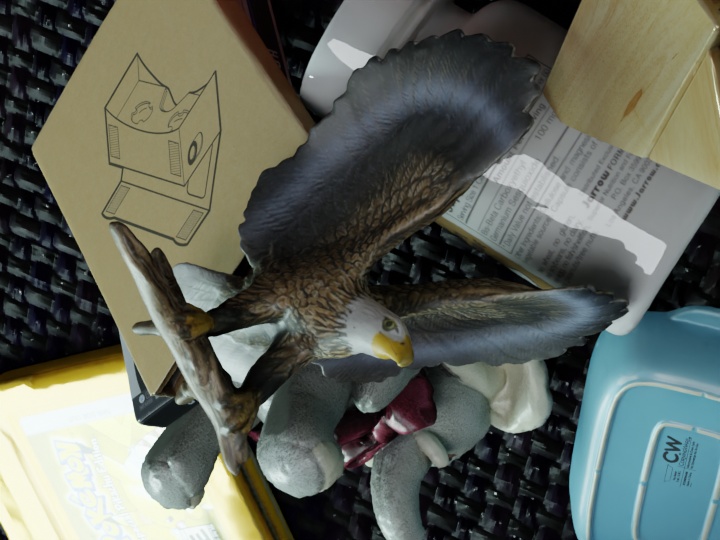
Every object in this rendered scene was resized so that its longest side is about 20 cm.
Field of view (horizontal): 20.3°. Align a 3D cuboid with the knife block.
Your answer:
[{"bbox_3d":[0.138,-0.129,0.827,0.200,0.064,0.176,33,141,59],"label":"knife block"}]

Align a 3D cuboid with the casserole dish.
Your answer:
[{"bbox_3d":[0.170,0.103,1.053,0.121,0.039,0.201,14,133,9],"label":"casserole dish"}]

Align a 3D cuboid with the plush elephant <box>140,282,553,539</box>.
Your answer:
[{"bbox_3d":[0.004,0.074,1.084,0.155,0.201,0.164,39,145,-24],"label":"plush elephant"}]

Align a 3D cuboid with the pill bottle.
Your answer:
[{"bbox_3d":[0.076,-0.066,0.988,0.200,0.114,0.115,33,126,7],"label":"pill bottle"}]

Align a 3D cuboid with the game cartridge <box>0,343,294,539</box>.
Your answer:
[{"bbox_3d":[-0.152,0.135,1.262,0.199,0.032,0.177,-15,109,31],"label":"game cartridge"}]

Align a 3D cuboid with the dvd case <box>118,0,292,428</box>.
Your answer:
[{"bbox_3d":[-0.085,-0.039,1.064,0.150,0.025,0.201,-36,55,36],"label":"dvd case"}]

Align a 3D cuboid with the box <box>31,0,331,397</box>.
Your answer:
[{"bbox_3d":[-0.098,-0.061,1.047,0.164,0.021,0.200,-55,46,26],"label":"box"}]

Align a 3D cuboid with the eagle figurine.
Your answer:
[{"bbox_3d":[0.004,0.004,0.917,0.151,0.200,0.152,51,162,26],"label":"eagle figurine"}]
